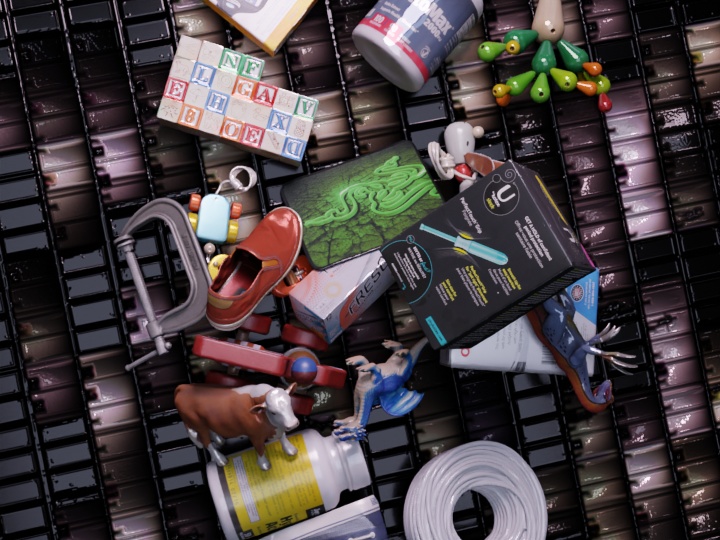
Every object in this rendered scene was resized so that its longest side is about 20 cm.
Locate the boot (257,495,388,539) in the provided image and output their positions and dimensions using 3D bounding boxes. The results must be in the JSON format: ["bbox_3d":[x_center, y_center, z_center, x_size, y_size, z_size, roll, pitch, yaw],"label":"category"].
[{"bbox_3d":[-0.057,0.370,1.383,0.199,0.073,0.091,-24,78,14],"label":"boot"}]

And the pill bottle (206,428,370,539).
[{"bbox_3d":[-0.093,0.273,1.387,0.199,0.111,0.112,-18,91,-6],"label":"pill bottle"}]

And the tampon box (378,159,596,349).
[{"bbox_3d":[0.157,-0.014,1.302,0.200,0.126,0.150,-34,74,20],"label":"tampon box"}]

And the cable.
[{"bbox_3d":[0.156,0.332,1.416,0.200,0.069,0.200,45,67,-5],"label":"cable"}]

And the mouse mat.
[{"bbox_3d":[0.005,-0.091,1.414,0.199,0.008,0.161,-20,55,-7],"label":"mouse mat"}]

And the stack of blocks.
[{"bbox_3d":[-0.159,-0.225,1.418,0.199,0.059,0.116,17,86,-5],"label":"stack of blocks"}]

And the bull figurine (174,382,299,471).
[{"bbox_3d":[-0.145,0.187,1.319,0.065,0.199,0.122,-45,129,-45],"label":"bull figurine"}]

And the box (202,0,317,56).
[{"bbox_3d":[-0.160,-0.400,1.434,0.200,0.041,0.119,38,85,-2],"label":"box"}]

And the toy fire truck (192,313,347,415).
[{"bbox_3d":[-0.115,0.120,1.359,0.199,0.168,0.113,16,87,-5],"label":"toy fire truck"}]

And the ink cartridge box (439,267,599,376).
[{"bbox_3d":[0.214,0.064,1.439,0.199,0.086,0.147,4,88,-5],"label":"ink cartridge box"}]

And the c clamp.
[{"bbox_3d":[-0.272,0.013,1.389,0.170,0.027,0.201,-20,81,26],"label":"c clamp"}]

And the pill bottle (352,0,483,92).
[{"bbox_3d":[0.094,-0.352,1.420,0.119,0.120,0.200,40,84,-4],"label":"pill bottle"}]

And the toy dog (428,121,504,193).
[{"bbox_3d":[0.177,-0.109,1.427,0.096,0.132,0.201,-18,100,23],"label":"toy dog"}]

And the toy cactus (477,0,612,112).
[{"bbox_3d":[0.257,-0.298,1.463,0.199,0.102,0.166,10,69,-3],"label":"toy cactus"}]

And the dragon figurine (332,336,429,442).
[{"bbox_3d":[0.041,0.149,1.369,0.199,0.059,0.100,-25,113,-26],"label":"dragon figurine"}]

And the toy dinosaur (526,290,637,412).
[{"bbox_3d":[0.271,0.094,1.384,0.199,0.105,0.183,2,98,26],"label":"toy dinosaur"}]

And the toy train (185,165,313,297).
[{"bbox_3d":[-0.150,-0.031,1.421,0.150,0.056,0.201,-31,87,-22],"label":"toy train"}]

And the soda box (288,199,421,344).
[{"bbox_3d":[0.000,0.000,1.393,0.068,0.064,0.200,35,67,28],"label":"soda box"}]

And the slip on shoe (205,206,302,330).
[{"bbox_3d":[-0.132,-0.013,1.339,0.074,0.061,0.200,21,53,17],"label":"slip on shoe"}]
